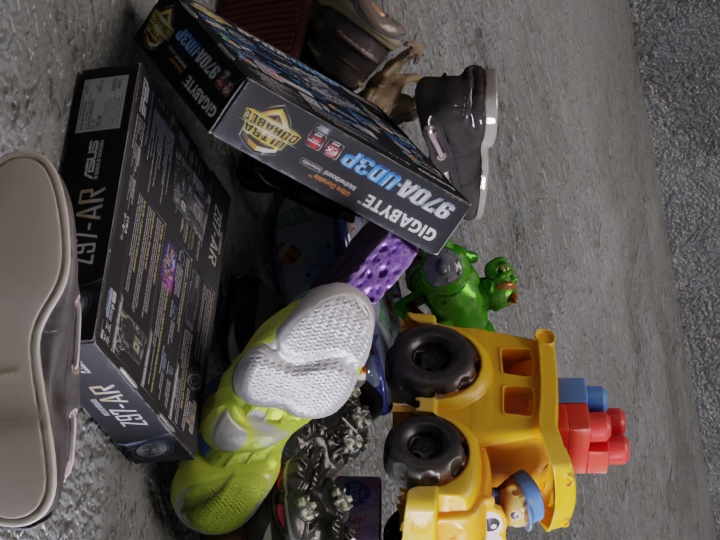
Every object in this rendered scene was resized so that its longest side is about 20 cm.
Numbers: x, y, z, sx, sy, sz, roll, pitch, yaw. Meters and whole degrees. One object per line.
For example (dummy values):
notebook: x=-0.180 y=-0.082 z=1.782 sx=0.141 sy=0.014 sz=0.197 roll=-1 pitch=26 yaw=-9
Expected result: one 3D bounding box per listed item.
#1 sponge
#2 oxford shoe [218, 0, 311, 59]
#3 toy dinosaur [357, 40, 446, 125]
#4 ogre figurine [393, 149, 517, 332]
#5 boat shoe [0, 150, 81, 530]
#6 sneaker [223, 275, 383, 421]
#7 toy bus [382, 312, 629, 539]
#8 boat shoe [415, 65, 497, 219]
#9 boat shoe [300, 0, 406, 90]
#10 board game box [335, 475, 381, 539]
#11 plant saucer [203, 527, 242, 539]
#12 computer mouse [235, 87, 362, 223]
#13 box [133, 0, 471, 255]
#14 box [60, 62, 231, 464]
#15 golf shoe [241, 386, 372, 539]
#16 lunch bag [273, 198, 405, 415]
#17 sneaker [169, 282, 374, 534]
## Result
sponge: x=0.000 y=0.000 z=1.384 sx=0.030 sy=0.112 sz=0.200 roll=42 pitch=12 yaw=-5
oxford shoe: x=-0.063 y=-0.204 z=1.480 sx=0.075 sy=0.070 sz=0.201 roll=64 pitch=27 yaw=-61
toy dinosaur: x=0.019 y=-0.134 z=1.480 sx=0.058 sy=0.101 sz=0.200 roll=57 pitch=40 yaw=-11
ogre figurine: x=0.071 y=0.004 z=1.585 sx=0.200 sy=0.098 sz=0.120 roll=94 pitch=-15 yaw=-46
boat shoe: x=-0.184 y=0.038 z=1.044 sx=0.057 sy=0.067 sz=0.201 roll=60 pitch=31 yaw=-86
sneaker: x=-0.044 y=0.061 z=1.442 sx=0.200 sy=0.079 sz=0.074 roll=53 pitch=36 yaw=-52
toy bus: x=0.111 y=0.141 z=1.480 sx=0.136 sy=0.191 sz=0.200 roll=92 pitch=2 yaw=-45
boat shoe: x=0.067 y=-0.094 z=1.413 sx=0.200 sy=0.057 sz=0.067 roll=89 pitch=4 yaw=-69
boat shoe: x=-0.023 y=-0.172 z=1.492 sx=0.073 sy=0.074 sz=0.200 roll=-53 pitch=-173 yaw=-2
board game box: x=-0.004 y=0.283 z=1.448 sx=0.200 sy=0.041 sz=0.201 roll=-85 pitch=175 yaw=-72
plant saucer: x=-0.062 y=0.201 z=1.420 sx=0.200 sy=0.035 sz=0.201 roll=-5 pitch=90 yaw=-73
computer mouse: x=-0.031 y=-0.111 z=1.526 sx=0.200 sy=0.109 sz=0.044 roll=-80 pitch=-170 yaw=-57
box: x=-0.038 y=-0.099 z=1.284 sx=0.200 sy=0.046 sz=0.159 roll=27 pitch=14 yaw=-35
box: x=-0.139 y=-0.003 z=1.217 sx=0.160 sy=0.043 sz=0.201 roll=59 pitch=31 yaw=-55
golf shoe: x=-0.048 y=0.132 z=1.337 sx=0.077 sy=0.088 sz=0.200 roll=43 pitch=31 yaw=-21
lunch bag: x=-0.010 y=0.009 z=1.581 sx=0.160 sy=0.075 sz=0.201 roll=-61 pitch=144 yaw=-64
sneaker: x=-0.066 y=0.073 z=1.272 sx=0.076 sy=0.200 sz=0.105 roll=30 pitch=18 yaw=-23
